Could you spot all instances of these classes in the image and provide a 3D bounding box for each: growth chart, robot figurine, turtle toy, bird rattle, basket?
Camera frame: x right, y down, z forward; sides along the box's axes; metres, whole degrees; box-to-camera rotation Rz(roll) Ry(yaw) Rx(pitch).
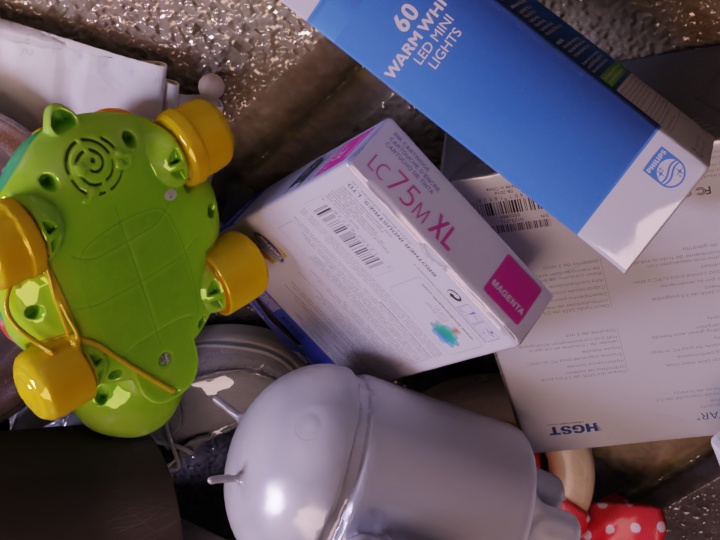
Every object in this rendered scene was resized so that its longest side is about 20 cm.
[{"bbox_3d":[-0.166,-0.077,0.899,0.198,0.018,0.145,19,133,-9],"label":"growth chart"},{"bbox_3d":[0.014,0.118,0.896,0.198,0.170,0.114,20,106,-14],"label":"robot figurine"},{"bbox_3d":[-0.129,0.004,0.865,0.101,0.145,0.201,26,138,47],"label":"turtle toy"},{"bbox_3d":[0.081,0.140,1.013,0.198,0.113,0.165,-1,115,7],"label":"bird rattle"},{"bbox_3d":[-0.204,0.147,0.896,0.198,0.137,0.180,-6,173,-31],"label":"basket"}]

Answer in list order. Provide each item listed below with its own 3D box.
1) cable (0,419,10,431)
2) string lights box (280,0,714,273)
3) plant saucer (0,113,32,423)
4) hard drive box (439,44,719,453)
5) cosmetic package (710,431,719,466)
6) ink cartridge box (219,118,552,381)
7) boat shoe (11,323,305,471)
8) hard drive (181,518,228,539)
[{"bbox_3d":[-0.290,0.107,1.001,0.198,0.051,0.164,-17,127,13],"label":"cable"},{"bbox_3d":[0.057,-0.091,0.740,0.199,0.103,0.059,38,106,4],"label":"string lights box"},{"bbox_3d":[-0.237,0.000,0.898,0.198,0.032,0.202,-8,116,-17],"label":"plant saucer"},{"bbox_3d":[0.139,-0.005,0.879,0.154,0.077,0.201,-7,131,15],"label":"hard drive box"},{"bbox_3d":[0.314,0.124,0.857,0.199,0.165,0.166,-32,127,-8],"label":"cosmetic package"},{"bbox_3d":[0.000,0.000,0.875,0.119,0.042,0.200,47,151,-11],"label":"ink cartridge box"},{"bbox_3d":[-0.122,0.091,1.011,0.199,0.072,0.070,-16,129,23],"label":"boat shoe"},{"bbox_3d":[-0.083,0.193,1.049,0.135,0.043,0.199,39,164,-25],"label":"hard drive"}]
